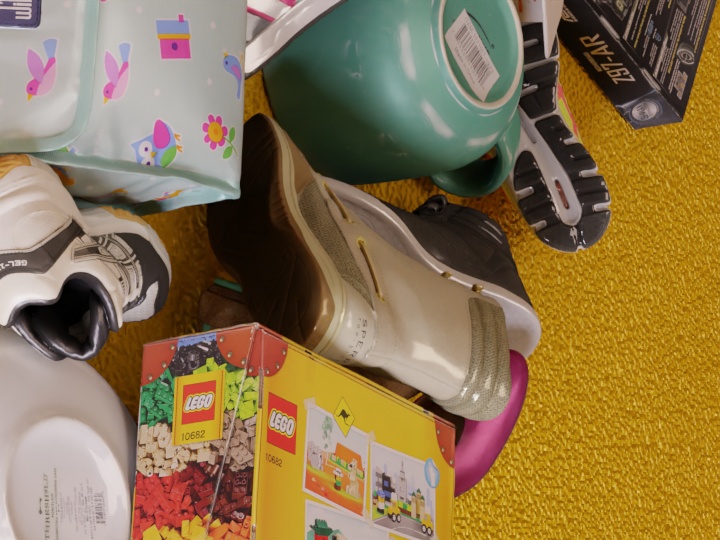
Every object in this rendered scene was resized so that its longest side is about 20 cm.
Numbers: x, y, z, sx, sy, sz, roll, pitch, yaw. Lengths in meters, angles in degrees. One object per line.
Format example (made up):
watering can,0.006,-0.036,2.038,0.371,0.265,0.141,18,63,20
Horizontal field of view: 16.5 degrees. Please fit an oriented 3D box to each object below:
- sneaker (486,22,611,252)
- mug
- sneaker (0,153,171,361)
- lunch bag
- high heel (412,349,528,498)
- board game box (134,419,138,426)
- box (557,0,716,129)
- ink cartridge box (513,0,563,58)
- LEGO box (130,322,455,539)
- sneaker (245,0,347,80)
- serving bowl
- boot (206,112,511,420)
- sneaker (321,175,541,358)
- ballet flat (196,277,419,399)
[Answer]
sneaker,0.105,-0.103,1.658,0.090,0.078,0.202,79,-7,-85
mug,0.040,-0.132,1.536,0.184,0.114,0.154,7,78,-50
sneaker,-0.149,0.012,1.268,0.088,0.075,0.200,67,14,20
lunch bag,-0.159,-0.125,1.285,0.199,0.121,0.172,11,77,-42
high heel,0.014,0.101,1.465,0.200,0.067,0.096,-41,132,-7
board game box,-0.140,0.143,1.346,0.199,0.019,0.104,-18,100,-51
box,0.202,-0.231,1.810,0.160,0.043,0.201,44,52,-38
ink cartridge box,0.100,-0.241,1.600,0.117,0.067,0.201,81,15,-44
LEGO box,-0.031,0.131,1.320,0.200,0.077,0.150,30,56,-51
sneaker,-0.069,-0.184,1.408,0.200,0.084,0.121,-39,106,-15
serving bowl,-0.168,0.120,1.247,0.199,0.065,0.202,20,64,-46
boot,0.000,0.000,1.420,0.154,0.072,0.201,22,26,-32
sneaker,0.020,-0.017,1.542,0.199,0.071,0.099,29,24,-21
ballet flat,-0.026,0.061,1.473,0.199,0.068,0.073,19,90,-48
